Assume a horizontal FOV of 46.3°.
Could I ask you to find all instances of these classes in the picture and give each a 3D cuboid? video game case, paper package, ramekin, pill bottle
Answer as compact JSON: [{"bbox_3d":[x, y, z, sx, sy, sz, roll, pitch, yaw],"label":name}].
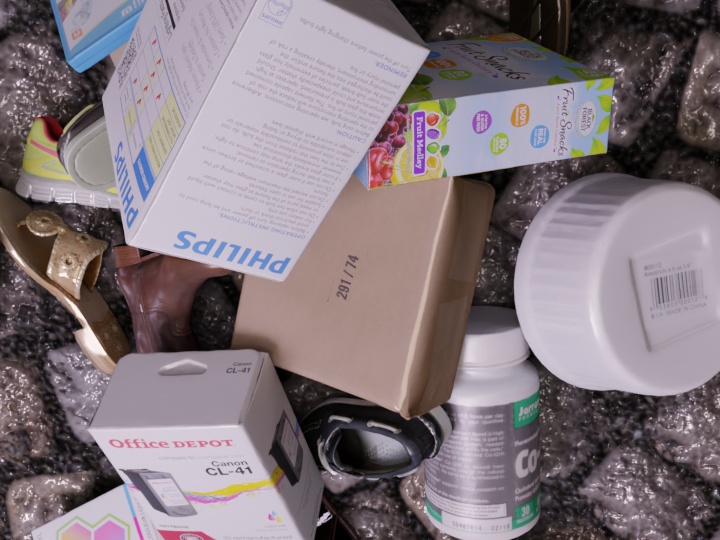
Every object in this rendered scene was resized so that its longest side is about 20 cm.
[{"bbox_3d":[-0.203,-0.272,0.707,0.143,0.018,0.200,-31,58,9],"label":"video game case"},{"bbox_3d":[0.000,0.000,0.734,0.190,0.103,0.201,15,96,28],"label":"paper package"},{"bbox_3d":[0.245,0.014,0.738,0.200,0.098,0.201,-2,95,-22],"label":"ramekin"},{"bbox_3d":[0.114,0.142,0.804,0.113,0.113,0.201,-3,104,3],"label":"pill bottle"}]

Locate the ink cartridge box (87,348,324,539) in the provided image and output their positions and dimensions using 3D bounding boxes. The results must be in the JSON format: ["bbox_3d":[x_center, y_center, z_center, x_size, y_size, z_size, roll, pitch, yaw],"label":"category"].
[{"bbox_3d":[-0.130,0.170,0.760,0.147,0.086,0.200,-5,133,16],"label":"ink cartridge box"}]

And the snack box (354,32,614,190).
[{"bbox_3d":[0.072,-0.136,0.682,0.199,0.169,0.068,-10,119,-17],"label":"snack box"}]

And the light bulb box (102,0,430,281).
[{"bbox_3d":[-0.082,-0.136,0.599,0.124,0.199,0.200,16,123,-33],"label":"light bulb box"}]

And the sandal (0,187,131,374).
[{"bbox_3d":[-0.265,-0.002,0.809,0.069,0.078,0.212,-24,109,12],"label":"sandal"}]

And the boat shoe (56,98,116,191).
[{"bbox_3d":[-0.172,-0.144,0.736,0.201,0.061,0.072,-33,130,-16],"label":"boat shoe"}]

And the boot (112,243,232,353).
[{"bbox_3d":[-0.156,0.070,0.794,0.186,0.064,0.201,2,104,46],"label":"boot"}]

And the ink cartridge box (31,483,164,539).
[{"bbox_3d":[-0.270,0.295,0.865,0.199,0.059,0.104,-27,72,9],"label":"ink cartridge box"}]

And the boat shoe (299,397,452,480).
[{"bbox_3d":[-0.007,0.161,0.794,0.200,0.060,0.076,-26,99,45],"label":"boat shoe"}]

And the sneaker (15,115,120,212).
[{"bbox_3d":[-0.223,-0.102,0.784,0.199,0.078,0.091,6,99,1],"label":"sneaker"}]

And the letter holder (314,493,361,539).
[{"bbox_3d":[-0.106,0.328,0.842,0.200,0.142,0.101,-36,99,10],"label":"letter holder"}]

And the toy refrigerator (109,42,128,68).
[{"bbox_3d":[-0.122,-0.239,0.720,0.199,0.076,0.070,-24,91,14],"label":"toy refrigerator"}]

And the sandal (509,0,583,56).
[{"bbox_3d":[0.171,-0.269,0.737,0.054,0.082,0.201,-3,97,-19],"label":"sandal"}]
